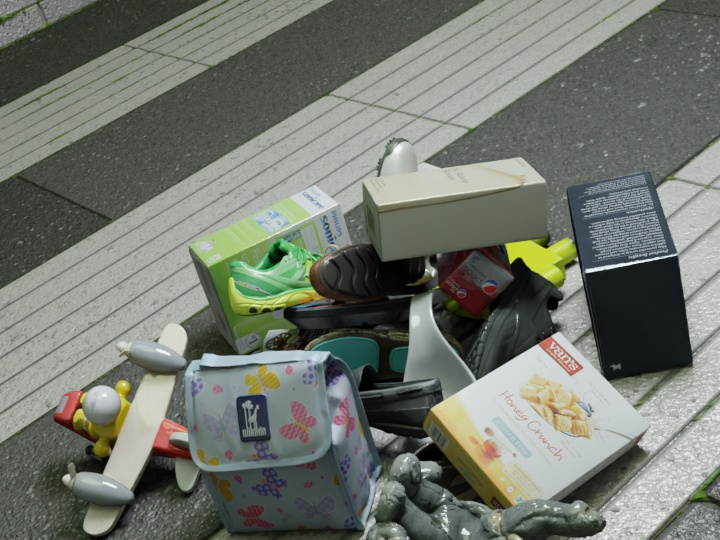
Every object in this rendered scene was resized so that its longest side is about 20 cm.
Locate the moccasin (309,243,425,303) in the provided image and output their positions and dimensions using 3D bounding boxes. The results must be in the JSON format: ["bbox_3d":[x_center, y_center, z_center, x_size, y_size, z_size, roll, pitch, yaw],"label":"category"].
[{"bbox_3d":[0.000,-0.002,1.445,0.077,0.075,0.201,-12,6,33],"label":"moccasin"}]

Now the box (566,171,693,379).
[{"bbox_3d":[0.312,0.001,1.408,0.106,0.150,0.201,-11,31,10],"label":"box"}]

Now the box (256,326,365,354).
[{"bbox_3d":[-0.077,0.143,1.477,0.135,0.038,0.201,-5,32,20],"label":"box"}]

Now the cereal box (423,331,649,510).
[{"bbox_3d":[0.181,0.160,1.232,0.199,0.040,0.144,-27,62,-33],"label":"cereal box"}]

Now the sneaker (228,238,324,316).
[{"bbox_3d":[-0.073,-0.001,1.487,0.198,0.085,0.074,-14,2,-34],"label":"sneaker"}]

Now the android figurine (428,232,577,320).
[{"bbox_3d":[0.183,0.001,1.581,0.198,0.041,0.182,-26,32,-18],"label":"android figurine"}]

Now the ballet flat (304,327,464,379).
[{"bbox_3d":[0.024,0.097,1.448,0.197,0.069,0.075,0,21,-12],"label":"ballet flat"}]

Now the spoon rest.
[{"bbox_3d":[0.085,0.108,1.367,0.098,0.061,0.202,-20,58,21],"label":"spoon rest"}]

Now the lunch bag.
[{"bbox_3d":[-0.086,0.175,1.269,0.167,0.202,0.128,-4,32,18],"label":"lunch bag"}]

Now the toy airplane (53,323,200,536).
[{"bbox_3d":[-0.266,0.181,1.401,0.198,0.141,0.201,-32,53,6],"label":"toy airplane"}]

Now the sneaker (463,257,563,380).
[{"bbox_3d":[0.182,0.078,1.420,0.090,0.076,0.201,29,62,1],"label":"sneaker"}]

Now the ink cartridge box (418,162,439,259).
[{"bbox_3d":[0.116,-0.081,1.719,0.116,0.068,0.199,-31,33,-24],"label":"ink cartridge box"}]

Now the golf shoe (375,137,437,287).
[{"bbox_3d":[0.070,-0.079,1.626,0.087,0.203,0.077,2,3,40],"label":"golf shoe"}]

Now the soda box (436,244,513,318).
[{"bbox_3d":[0.137,-0.023,1.485,0.070,0.063,0.200,-46,14,18],"label":"soda box"}]

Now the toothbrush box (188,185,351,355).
[{"bbox_3d":[-0.111,-0.001,1.623,0.198,0.147,0.086,-26,31,-18],"label":"toothbrush box"}]

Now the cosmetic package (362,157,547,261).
[{"bbox_3d":[0.108,-0.072,1.400,0.197,0.074,0.104,-10,23,-9],"label":"cosmetic package"}]

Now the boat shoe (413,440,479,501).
[{"bbox_3d":[0.136,0.183,1.272,0.199,0.074,0.074,-31,33,-22],"label":"boat shoe"}]

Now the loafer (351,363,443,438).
[{"bbox_3d":[0.001,0.138,1.340,0.198,0.071,0.068,4,8,24],"label":"loafer"}]

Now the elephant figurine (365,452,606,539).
[{"bbox_3d":[0.107,0.263,1.116,0.198,0.155,0.143,19,76,8],"label":"elephant figurine"}]

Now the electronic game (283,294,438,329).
[{"bbox_3d":[0.001,0.046,1.516,0.197,0.042,0.200,-5,0,0],"label":"electronic game"}]
